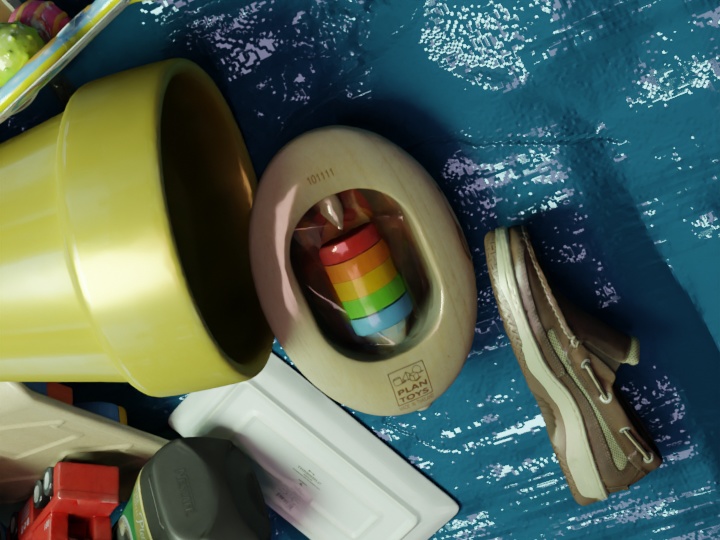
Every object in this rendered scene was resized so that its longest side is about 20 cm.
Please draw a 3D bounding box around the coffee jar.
[{"bbox_3d":[-0.138,0.210,1.151,0.085,0.105,0.200,5,138,-32],"label":"coffee jar"}]

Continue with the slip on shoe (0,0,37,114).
[{"bbox_3d":[-0.257,-0.174,0.962,0.076,0.061,0.200,-29,136,8],"label":"slip on shoe"}]

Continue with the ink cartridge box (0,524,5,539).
[{"bbox_3d":[-0.322,0.206,1.164,0.117,0.068,0.200,-6,151,-6],"label":"ink cartridge box"}]

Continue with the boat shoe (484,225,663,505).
[{"bbox_3d":[0.141,0.052,1.032,0.075,0.075,0.203,-20,116,9],"label":"boat shoe"}]

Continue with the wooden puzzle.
[{"bbox_3d":[-0.249,0.124,1.150,0.185,0.046,0.200,-21,147,26],"label":"wooden puzzle"}]

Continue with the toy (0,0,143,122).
[{"bbox_3d":[-0.186,-0.133,0.932,0.200,0.115,0.047,-34,102,18],"label":"toy"}]

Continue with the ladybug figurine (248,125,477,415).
[{"bbox_3d":[0.000,0.000,1.024,0.135,0.072,0.201,-22,108,-5],"label":"ladybug figurine"}]

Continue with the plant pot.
[{"bbox_3d":[-0.171,-0.014,0.992,0.188,0.201,0.201,-11,113,13],"label":"plant pot"}]

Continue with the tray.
[{"bbox_3d":[-0.037,0.143,1.150,0.200,0.022,0.107,39,121,-6],"label":"tray"}]

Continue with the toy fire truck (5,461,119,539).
[{"bbox_3d":[-0.202,0.212,1.121,0.049,0.142,0.200,10,148,-25],"label":"toy fire truck"}]
